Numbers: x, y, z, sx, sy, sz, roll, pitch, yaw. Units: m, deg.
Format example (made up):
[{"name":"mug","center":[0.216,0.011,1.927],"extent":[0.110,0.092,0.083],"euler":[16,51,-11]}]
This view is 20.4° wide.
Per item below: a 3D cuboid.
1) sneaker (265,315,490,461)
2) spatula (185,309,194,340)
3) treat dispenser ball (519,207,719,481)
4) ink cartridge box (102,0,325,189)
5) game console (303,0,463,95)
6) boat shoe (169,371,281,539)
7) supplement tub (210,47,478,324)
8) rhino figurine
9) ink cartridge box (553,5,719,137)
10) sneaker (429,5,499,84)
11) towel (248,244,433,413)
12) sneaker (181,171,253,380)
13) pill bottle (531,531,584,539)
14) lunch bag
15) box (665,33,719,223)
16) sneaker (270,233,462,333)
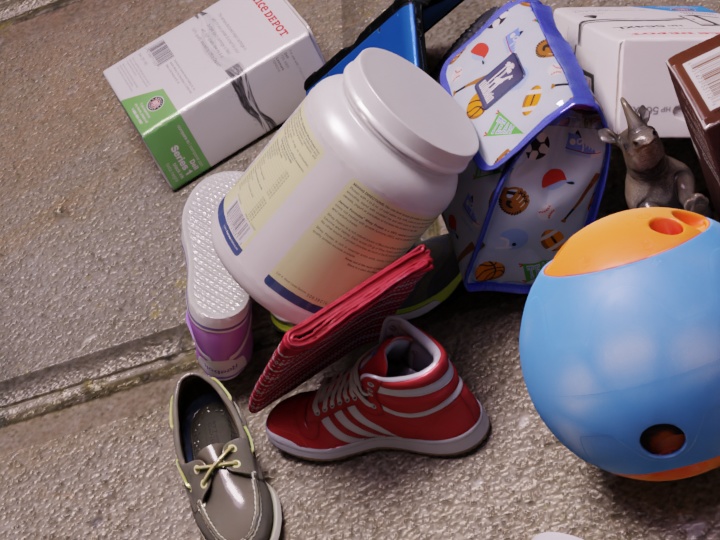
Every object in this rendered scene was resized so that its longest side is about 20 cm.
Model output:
[{"name":"sneaker","center":[-0.003,0.096,1.625],"extent":[0.199,0.113,0.071],"euler":[-4,45,27]},{"name":"spatula","center":[-0.071,0.004,1.833],"extent":[0.199,0.021,0.057],"euler":[-27,52,-1]},{"name":"treat dispenser ball","center":[0.217,0.054,1.474],"extent":[0.200,0.201,0.201],"euler":[-16,41,15]},{"name":"ink cartridge box","center":[-0.143,-0.194,2.038],"extent":[0.199,0.084,0.146],"euler":[-31,40,-3]},{"name":"game console","center":[0.043,-0.183,1.895],"extent":[0.200,0.118,0.171],"euler":[-36,53,53]},{"name":"boat shoe","center":[-0.118,0.164,1.661],"extent":[0.072,0.060,0.202],"euler":[-26,39,3]},{"name":"supplement tub","center":[-0.012,-0.066,1.624],"extent":[0.200,0.145,0.145],"euler":[-48,33,25]},{"name":"rhino figurine","center":[0.241,-0.056,1.582],"extent":[0.060,0.200,0.088],"euler":[-29,30,4]},{"name":"ink cartridge box","center":[0.256,-0.170,1.690],"extent":[0.145,0.085,0.200],"euler":[-2,14,-11]},{"name":"sneaker","center":[0.089,-0.147,1.870],"extent":[0.200,0.082,0.070],"euler":[-48,13,11]},{"name":"towel","center":[-0.018,0.052,1.613],"extent":[0.144,0.200,0.023],"euler":[-32,80,-20]},{"name":"sneaker","center":[-0.124,0.009,1.785],"extent":[0.072,0.115,0.201],"euler":[2,46,4]},{"name":"pill bottle","center":[0.110,0.284,1.354],"extent":[0.119,0.120,0.200],"euler":[10,53,37]},{"name":"lunch bag","center":[0.133,-0.105,1.676],"extent":[0.123,0.201,0.170],"euler":[4,38,-19]},{"name":"box","center":[0.307,-0.080,1.561],"extent":[0.075,0.200,0.100],"euler":[-24,39,6]},{"name":"sneaker","center":[0.000,0.000,1.750],"extent":[0.199,0.081,0.074],"euler":[-14,42,17]}]
